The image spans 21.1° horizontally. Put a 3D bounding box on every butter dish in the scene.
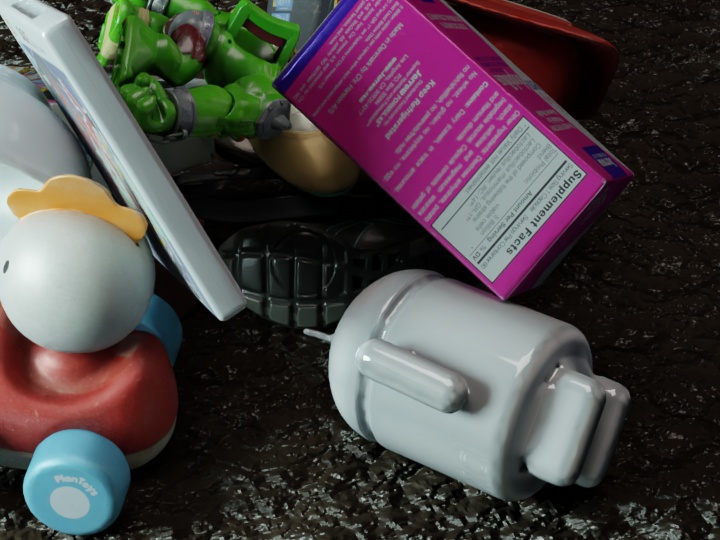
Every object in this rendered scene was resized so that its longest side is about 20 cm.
[{"bbox_3d":[0.062,-0.107,1.351,0.199,0.199,0.149,18,80,4],"label":"butter dish"}]

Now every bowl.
[{"bbox_3d":[-0.257,-0.077,1.246,0.200,0.201,0.091,7,67,10],"label":"bowl"}]

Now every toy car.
[{"bbox_3d":[-0.193,0.019,1.176,0.176,0.201,0.185,11,33,3],"label":"toy car"}]

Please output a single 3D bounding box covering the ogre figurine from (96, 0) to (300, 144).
[{"bbox_3d":[-0.108,-0.139,1.288,0.119,0.099,0.200,13,10,-17],"label":"ogre figurine"}]

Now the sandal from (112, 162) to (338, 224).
[{"bbox_3d":[-0.105,-0.058,1.389,0.199,0.043,0.076,7,4,35],"label":"sandal"}]

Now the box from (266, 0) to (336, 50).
[{"bbox_3d":[0.007,-0.198,1.531,0.160,0.049,0.201,3,77,18],"label":"box"}]

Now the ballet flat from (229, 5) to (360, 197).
[{"bbox_3d":[-0.057,-0.125,1.376,0.068,0.063,0.200,-17,40,-17],"label":"ballet flat"}]

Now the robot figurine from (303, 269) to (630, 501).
[{"bbox_3d":[0.063,0.068,1.188,0.199,0.113,0.169,22,0,30],"label":"robot figurine"}]

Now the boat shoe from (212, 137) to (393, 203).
[{"bbox_3d":[-0.016,-0.081,1.453,0.199,0.073,0.075,9,55,-1],"label":"boat shoe"}]

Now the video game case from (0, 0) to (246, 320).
[{"bbox_3d":[-0.148,-0.074,1.168,0.023,0.201,0.182,-34,21,-8],"label":"video game case"}]

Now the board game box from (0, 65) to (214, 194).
[{"bbox_3d":[-0.226,-0.105,1.392,0.199,0.065,0.147,6,14,24],"label":"board game box"}]

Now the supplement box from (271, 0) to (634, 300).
[{"bbox_3d":[0.060,-0.087,1.212,0.200,0.103,0.101,44,16,9],"label":"supplement box"}]

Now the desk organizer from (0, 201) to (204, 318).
[{"bbox_3d":[-0.209,-0.019,1.363,0.199,0.072,0.077,19,36,27],"label":"desk organizer"}]

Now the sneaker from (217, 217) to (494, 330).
[{"bbox_3d":[0.000,0.000,1.351,0.199,0.076,0.079,3,11,7],"label":"sneaker"}]
